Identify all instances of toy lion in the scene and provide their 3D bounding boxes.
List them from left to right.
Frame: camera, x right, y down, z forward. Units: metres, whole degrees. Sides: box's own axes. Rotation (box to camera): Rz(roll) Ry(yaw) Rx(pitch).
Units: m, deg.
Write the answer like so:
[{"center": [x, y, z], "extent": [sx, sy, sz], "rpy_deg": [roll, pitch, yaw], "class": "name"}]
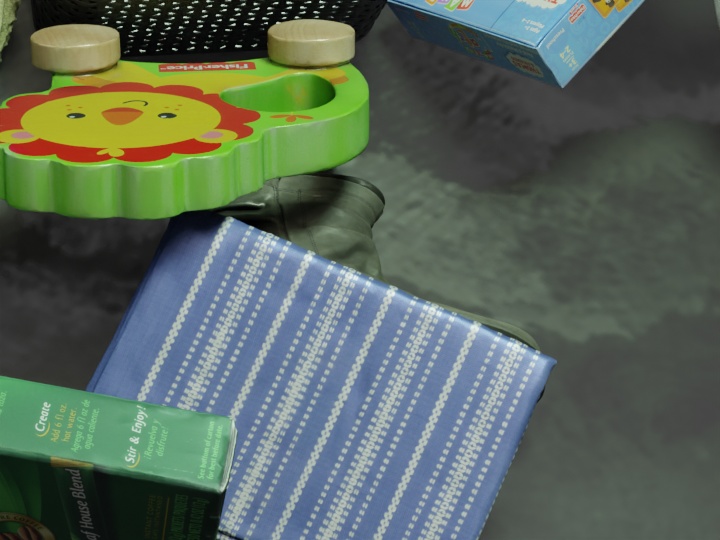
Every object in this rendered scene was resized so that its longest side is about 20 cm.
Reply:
[{"center": [-0.091, -0.070, 1.174], "extent": [0.199, 0.069, 0.192], "rpy_deg": [-2, 21, -7], "class": "toy lion"}]

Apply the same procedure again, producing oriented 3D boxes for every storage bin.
[{"center": [-0.083, -0.200, 1.306], "extent": [0.199, 0.094, 0.136], "rpy_deg": [-5, 74, -15], "class": "storage bin"}]

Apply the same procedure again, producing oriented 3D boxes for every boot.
[{"center": [0.000, 0.000, 1.189], "extent": [0.199, 0.068, 0.131], "rpy_deg": [10, 44, 1], "class": "boot"}]

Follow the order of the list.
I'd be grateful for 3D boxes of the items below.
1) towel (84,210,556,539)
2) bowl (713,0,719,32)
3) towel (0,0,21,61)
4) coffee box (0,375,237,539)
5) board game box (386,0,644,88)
[{"center": [-0.027, 0.067, 1.107], "extent": [0.199, 0.024, 0.145], "rpy_deg": [23, 79, 8], "class": "towel"}, {"center": [0.259, -0.160, 1.336], "extent": [0.090, 0.201, 0.201], "rpy_deg": [-7, 37, 32], "class": "bowl"}, {"center": [-0.266, -0.097, 1.244], "extent": [0.148, 0.037, 0.200], "rpy_deg": [9, 48, -3], "class": "towel"}, {"center": [-0.160, 0.097, 1.030], "extent": [0.199, 0.123, 0.044], "rpy_deg": [11, 49, -3], "class": "coffee box"}, {"center": [0.126, -0.196, 1.316], "extent": [0.200, 0.037, 0.151], "rpy_deg": [-46, 34, -12], "class": "board game box"}]
